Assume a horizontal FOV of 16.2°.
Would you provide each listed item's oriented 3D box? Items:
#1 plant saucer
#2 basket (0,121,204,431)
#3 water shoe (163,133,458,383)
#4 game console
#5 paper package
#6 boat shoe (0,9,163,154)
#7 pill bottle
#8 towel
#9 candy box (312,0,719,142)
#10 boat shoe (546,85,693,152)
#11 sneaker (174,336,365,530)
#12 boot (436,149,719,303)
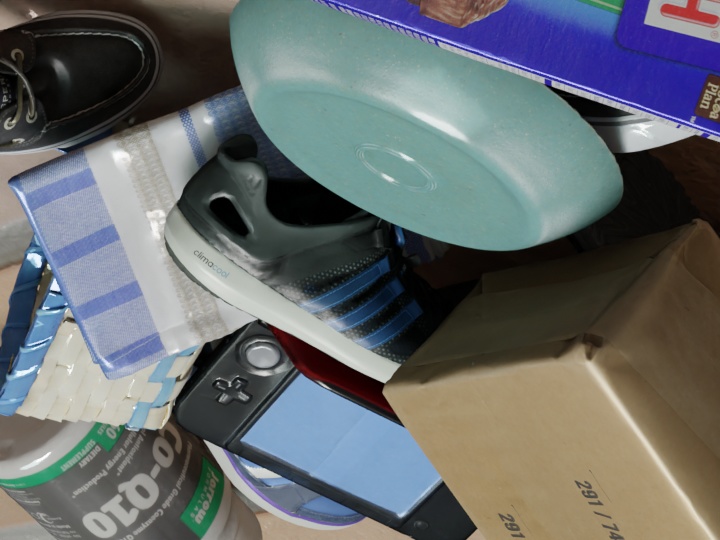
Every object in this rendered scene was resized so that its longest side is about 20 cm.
[{"bbox_3d":[0.023,-0.060,1.167,0.200,0.036,0.200,23,163,7],"label":"plant saucer"},{"bbox_3d":[-0.177,-0.005,1.391,0.200,0.139,0.176,18,130,-19],"label":"basket"},{"bbox_3d":[0.000,0.000,1.272,0.200,0.072,0.079,24,112,-28],"label":"water shoe"},{"bbox_3d":[0.013,0.105,1.395,0.200,0.119,0.172,27,128,-19],"label":"game console"},{"bbox_3d":[0.135,0.092,1.214,0.200,0.103,0.190,53,151,-14],"label":"paper package"},{"bbox_3d":[-0.194,-0.090,1.272,0.199,0.070,0.066,-9,-175,-11],"label":"boat shoe"},{"bbox_3d":[-0.156,0.138,1.653,0.113,0.113,0.200,-4,141,38],"label":"pill bottle"},{"bbox_3d":[-0.063,-0.027,1.295,0.199,0.024,0.147,-20,131,-1],"label":"towel"},{"bbox_3d":[0.089,-0.154,0.967,0.199,0.170,0.077,19,-173,4],"label":"candy box"},{"bbox_3d":[0.162,-0.103,1.112,0.200,0.069,0.057,-10,129,35],"label":"boat shoe"},{"bbox_3d":[-0.026,0.083,1.509,0.200,0.081,0.146,46,148,-24],"label":"sneaker"},{"bbox_3d":[0.097,0.004,1.329,0.165,0.066,0.200,42,149,-26],"label":"boot"}]
